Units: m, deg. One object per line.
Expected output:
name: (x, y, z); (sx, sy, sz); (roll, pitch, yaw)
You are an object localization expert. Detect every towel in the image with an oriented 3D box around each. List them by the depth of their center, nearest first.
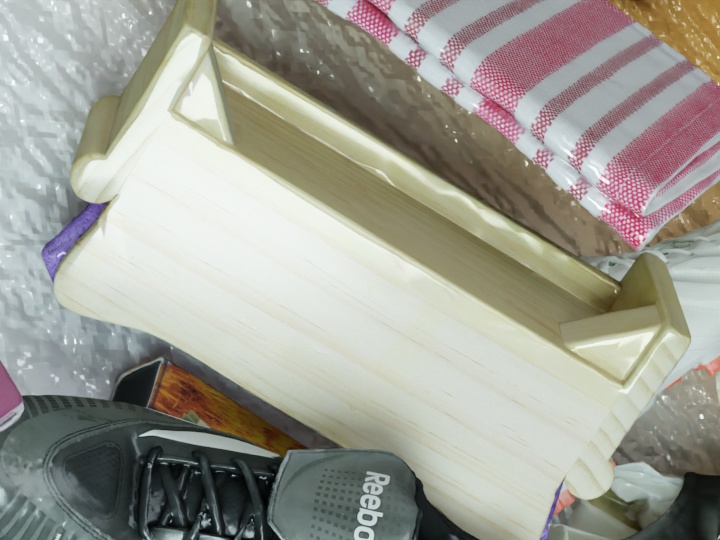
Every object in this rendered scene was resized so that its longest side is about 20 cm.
towel: (0.040, -0.086, 0.951); (0.200, 0.030, 0.146); (38, 23, 9)

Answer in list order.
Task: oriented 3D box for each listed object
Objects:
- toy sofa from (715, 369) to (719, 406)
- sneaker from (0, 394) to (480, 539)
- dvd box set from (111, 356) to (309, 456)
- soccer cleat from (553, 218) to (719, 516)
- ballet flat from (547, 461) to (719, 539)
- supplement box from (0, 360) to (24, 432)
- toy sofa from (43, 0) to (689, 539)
toy sofa: (0.200, 0.083, 1.010); (0.200, 0.082, 0.098); (19, 61, -66)
sneaker: (-0.027, 0.077, 0.823); (0.199, 0.090, 0.067); (26, 58, -30)
dvd box set: (-0.015, 0.139, 0.893); (0.200, 0.029, 0.147); (35, 54, -26)
soccer cleat: (0.093, 0.017, 1.009); (0.200, 0.069, 0.078); (-37, 96, -40)
ballet flat: (0.102, 0.101, 0.963); (0.068, 0.068, 0.200); (27, 11, 12)
supplement box: (-0.189, 0.047, 0.660); (0.110, 0.200, 0.086); (-38, 100, -42)
toy sofa: (0.000, 0.000, 0.892); (0.199, 0.098, 0.083); (31, 15, -10)
